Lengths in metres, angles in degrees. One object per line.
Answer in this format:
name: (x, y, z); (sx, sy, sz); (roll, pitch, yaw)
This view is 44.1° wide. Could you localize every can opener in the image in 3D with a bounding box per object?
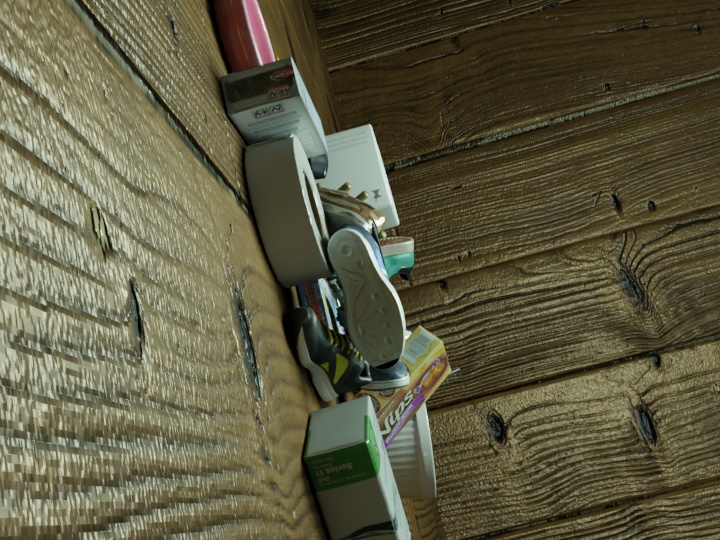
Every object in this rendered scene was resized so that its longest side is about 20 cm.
can opener: (-0.099, -0.157, 1.507); (0.200, 0.078, 0.063); (-87, 171, -47)

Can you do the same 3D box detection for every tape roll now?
tape roll: (-0.095, -0.081, 1.217); (0.202, 0.071, 0.203); (-15, 90, -85)

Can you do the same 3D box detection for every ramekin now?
ramekin: (0.068, 0.309, 1.573); (0.200, 0.105, 0.201); (172, -90, -90)

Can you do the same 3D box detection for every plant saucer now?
plant saucer: (-0.167, -0.335, 1.307); (0.201, 0.051, 0.201); (-14, 90, -86)

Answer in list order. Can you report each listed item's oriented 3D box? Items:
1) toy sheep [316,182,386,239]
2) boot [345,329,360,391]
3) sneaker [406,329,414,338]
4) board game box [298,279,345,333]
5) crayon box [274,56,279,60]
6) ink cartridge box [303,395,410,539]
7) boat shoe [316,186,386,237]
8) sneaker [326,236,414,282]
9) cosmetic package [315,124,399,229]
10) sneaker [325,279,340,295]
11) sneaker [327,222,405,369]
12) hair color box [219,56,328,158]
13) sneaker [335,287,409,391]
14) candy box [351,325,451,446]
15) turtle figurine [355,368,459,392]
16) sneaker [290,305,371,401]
toy sheep: (-0.038, -0.075, 1.540); (0.138, 0.138, 0.200); (68, 2, -56)
boot: (0.012, 0.114, 1.496); (0.107, 0.075, 0.200); (-142, -131, -68)
sneaker: (0.043, 0.126, 1.694); (0.199, 0.129, 0.080); (-117, -136, -55)
board game box: (-0.053, 0.088, 1.400); (0.200, 0.034, 0.136); (62, 14, -74)
crayon box: (-0.134, -0.255, 1.456); (0.126, 0.051, 0.200); (68, 7, -58)
ink cartridge box: (0.000, 0.280, 1.105); (0.147, 0.083, 0.200); (-87, 161, -77)
boat shoe: (-0.042, -0.089, 1.367); (0.200, 0.072, 0.076); (30, -45, 37)
sneaker: (0.000, 0.000, 1.442); (0.071, 0.200, 0.080); (-154, -124, -64)
cosmetic package: (-0.028, -0.161, 1.725); (0.200, 0.165, 0.165); (57, 18, -80)
sneaker: (-0.040, 0.043, 1.627); (0.080, 0.077, 0.200); (163, -82, -77)
sneaker: (0.014, 0.030, 1.238); (0.146, 0.080, 0.200); (-25, 95, -82)
hair color box: (-0.114, -0.212, 1.229); (0.200, 0.099, 0.061); (60, 16, -74)
sneaker: (0.016, 0.092, 1.335); (0.202, 0.077, 0.146); (-145, -132, -71)
candy box: (0.060, 0.200, 1.460); (0.056, 0.200, 0.117); (32, -20, 30)
turtle figurine: (0.066, 0.195, 1.747); (0.144, 0.200, 0.194); (60, 12, 6)
sneaker: (-0.038, 0.104, 1.212); (0.200, 0.084, 0.075); (69, 7, -54)
